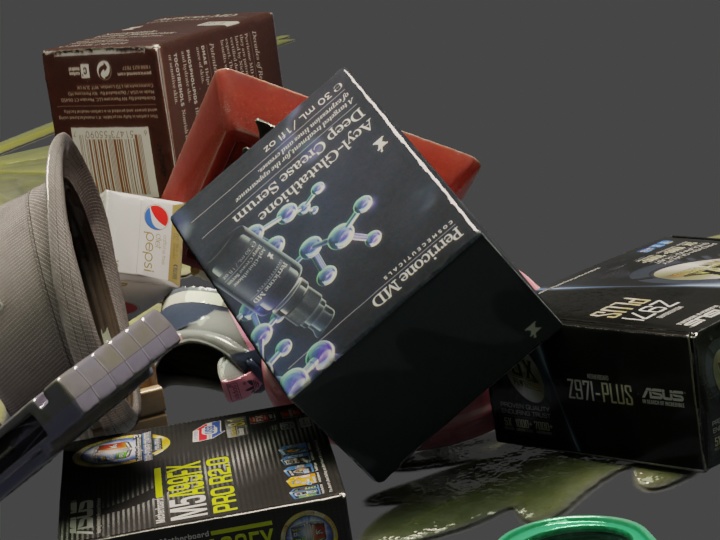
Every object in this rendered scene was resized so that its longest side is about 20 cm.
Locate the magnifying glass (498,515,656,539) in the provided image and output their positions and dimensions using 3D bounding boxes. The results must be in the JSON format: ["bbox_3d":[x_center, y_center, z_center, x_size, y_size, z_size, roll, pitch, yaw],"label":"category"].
[{"bbox_3d":[0.142,0.153,1.178,0.079,0.022,0.200,-17,16,-32],"label":"magnifying glass"}]

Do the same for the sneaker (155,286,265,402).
[{"bbox_3d":[-0.057,0.063,1.640,0.199,0.070,0.082,1,43,21],"label":"sneaker"}]

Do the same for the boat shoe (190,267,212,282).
[{"bbox_3d":[-0.069,-0.010,1.938,0.069,0.071,0.200,25,16,18],"label":"boat shoe"}]

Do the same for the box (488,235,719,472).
[{"bbox_3d":[0.201,0.046,1.455,0.164,0.086,0.200,6,19,45],"label":"box"}]

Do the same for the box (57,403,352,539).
[{"bbox_3d":[-0.092,0.133,1.360,0.160,0.044,0.200,-9,13,-4],"label":"box"}]

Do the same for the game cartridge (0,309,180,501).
[{"bbox_3d":[-0.198,0.105,1.361,0.200,0.038,0.130,-39,-4,29],"label":"game cartridge"}]

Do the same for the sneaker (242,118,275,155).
[{"bbox_3d":[-0.063,-0.018,1.665,0.060,0.104,0.200,-62,4,-36],"label":"sneaker"}]

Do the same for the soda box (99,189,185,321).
[{"bbox_3d":[-0.197,0.002,1.758,0.064,0.068,0.200,9,-18,-24],"label":"soda box"}]

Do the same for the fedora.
[{"bbox_3d":[-0.204,0.021,1.494,0.090,0.200,0.177,-15,-24,2],"label":"fedora"}]

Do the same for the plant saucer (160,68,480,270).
[{"bbox_3d":[-0.040,-0.040,1.703,0.200,0.200,0.037,19,49,-9],"label":"plant saucer"}]

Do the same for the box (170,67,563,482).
[{"bbox_3d":[0.000,0.000,1.427,0.148,0.107,0.200,-41,43,3],"label":"box"}]

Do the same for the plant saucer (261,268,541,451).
[{"bbox_3d":[0.032,0.039,1.535,0.200,0.051,0.201,-6,33,4],"label":"plant saucer"}]

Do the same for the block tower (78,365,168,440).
[{"bbox_3d":[-0.188,0.075,1.650,0.058,0.054,0.200,-12,14,-20],"label":"block tower"}]

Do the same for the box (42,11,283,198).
[{"bbox_3d":[-0.202,-0.173,2.479,0.166,0.165,0.200,1,16,36],"label":"box"}]

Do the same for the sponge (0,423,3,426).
[{"bbox_3d":[-0.321,0.058,1.442,0.112,0.200,0.030,-39,1,-21],"label":"sponge"}]
